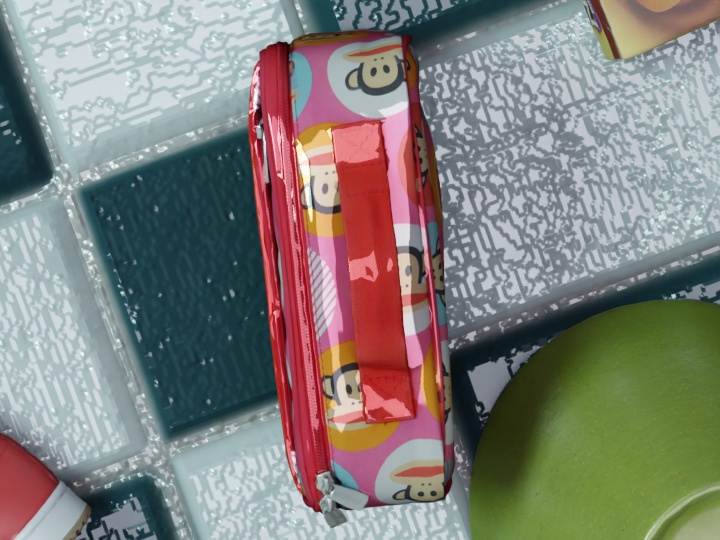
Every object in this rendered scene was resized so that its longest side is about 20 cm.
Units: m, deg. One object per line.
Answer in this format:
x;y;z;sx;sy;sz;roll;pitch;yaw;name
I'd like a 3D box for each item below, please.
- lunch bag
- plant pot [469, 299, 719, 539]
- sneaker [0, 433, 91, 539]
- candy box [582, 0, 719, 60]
0.000;0.000;1.047;0.081;0.176;0.201;-6;95;-1;lunch bag
0.146;0.116;1.050;0.186;0.200;0.188;0;95;-2;plant pot
-0.227;0.141;1.107;0.112;0.071;0.200;45;85;-9;sneaker
0.180;-0.184;1.096;0.199;0.056;0.117;-24;95;-1;candy box
